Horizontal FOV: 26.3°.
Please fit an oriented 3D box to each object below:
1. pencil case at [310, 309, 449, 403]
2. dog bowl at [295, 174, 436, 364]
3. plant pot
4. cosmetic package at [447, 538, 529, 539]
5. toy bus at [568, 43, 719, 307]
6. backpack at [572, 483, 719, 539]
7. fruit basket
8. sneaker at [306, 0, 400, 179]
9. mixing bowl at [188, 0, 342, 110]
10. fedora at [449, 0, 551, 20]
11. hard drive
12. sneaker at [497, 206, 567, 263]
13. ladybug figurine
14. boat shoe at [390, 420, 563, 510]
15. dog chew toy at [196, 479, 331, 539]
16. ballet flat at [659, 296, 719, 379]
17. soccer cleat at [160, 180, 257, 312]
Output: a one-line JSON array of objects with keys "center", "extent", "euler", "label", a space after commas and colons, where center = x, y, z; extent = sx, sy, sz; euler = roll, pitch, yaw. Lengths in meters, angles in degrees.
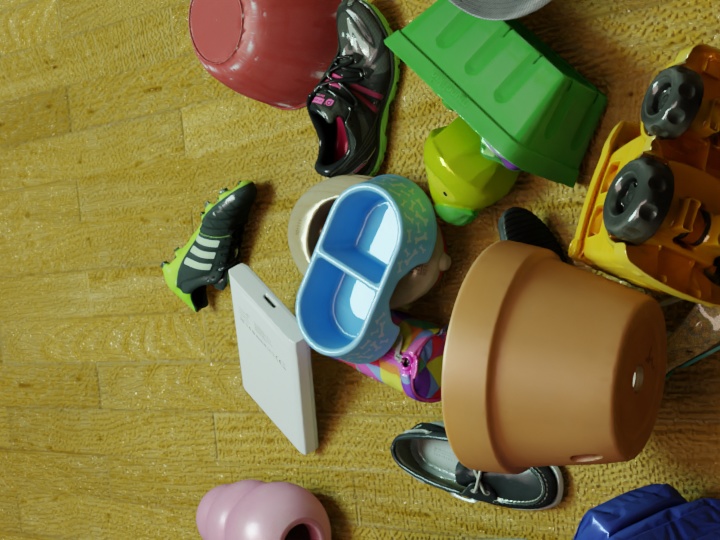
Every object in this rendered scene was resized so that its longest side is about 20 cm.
[{"center": [0.018, 0.074, 1.629], "extent": [0.199, 0.088, 0.089], "euler": [20, 110, 44], "label": "pencil case"}, {"center": [0.000, 0.000, 1.546], "extent": [0.111, 0.049, 0.201], "euler": [32, 109, 30], "label": "dog bowl"}, {"center": [0.172, 0.081, 1.304], "extent": [0.139, 0.200, 0.202], "euler": [8, 101, 29], "label": "plant pot"}, {"center": [0.063, 0.371, 1.561], "extent": [0.199, 0.166, 0.169], "euler": [-12, 87, 46], "label": "cosmetic package"}, {"center": [0.260, -0.076, 1.320], "extent": [0.192, 0.135, 0.202], "euler": [0, 70, 69], "label": "toy bus"}, {"center": [0.256, 0.302, 1.358], "extent": [0.168, 0.161, 0.201], "euler": [52, 142, 40], "label": "backpack"}, {"center": [0.111, -0.137, 1.469], "extent": [0.214, 0.155, 0.218], "euler": [-7, 78, 34], "label": "fruit basket"}, {"center": [-0.011, -0.188, 1.622], "extent": [0.076, 0.083, 0.202], "euler": [13, 105, 44], "label": "sneaker"}, {"center": [-0.120, -0.276, 1.710], "extent": [0.199, 0.108, 0.202], "euler": [10, 103, 46], "label": "mixing bowl"}, {"center": [0.163, -0.315, 1.406], "extent": [0.176, 0.090, 0.201], "euler": [33, 101, 35], "label": "fedora"}, {"center": [-0.096, 0.101, 1.730], "extent": [0.132, 0.027, 0.201], "euler": [45, 152, 34], "label": "hard drive"}, {"center": [0.162, 0.041, 1.475], "extent": [0.088, 0.074, 0.201], "euler": [-29, 77, 48], "label": "sneaker"}, {"center": [0.015, -0.028, 1.612], "extent": [0.199, 0.072, 0.137], "euler": [20, 98, 34], "label": "ladybug figurine"}, {"center": [0.114, 0.202, 1.559], "extent": [0.199, 0.060, 0.076], "euler": [7, 100, 46], "label": "boat shoe"}, {"center": [-0.122, 0.298, 1.788], "extent": [0.199, 0.124, 0.126], "euler": [8, 101, 55], "label": "dog chew toy"}, {"center": [0.266, 0.068, 1.371], "extent": [0.200, 0.070, 0.071], "euler": [-41, 66, 37], "label": "ballet flat"}, {"center": [-0.166, -0.030, 1.833], "extent": [0.081, 0.067, 0.200], "euler": [48, 130, 9], "label": "soccer cleat"}]
